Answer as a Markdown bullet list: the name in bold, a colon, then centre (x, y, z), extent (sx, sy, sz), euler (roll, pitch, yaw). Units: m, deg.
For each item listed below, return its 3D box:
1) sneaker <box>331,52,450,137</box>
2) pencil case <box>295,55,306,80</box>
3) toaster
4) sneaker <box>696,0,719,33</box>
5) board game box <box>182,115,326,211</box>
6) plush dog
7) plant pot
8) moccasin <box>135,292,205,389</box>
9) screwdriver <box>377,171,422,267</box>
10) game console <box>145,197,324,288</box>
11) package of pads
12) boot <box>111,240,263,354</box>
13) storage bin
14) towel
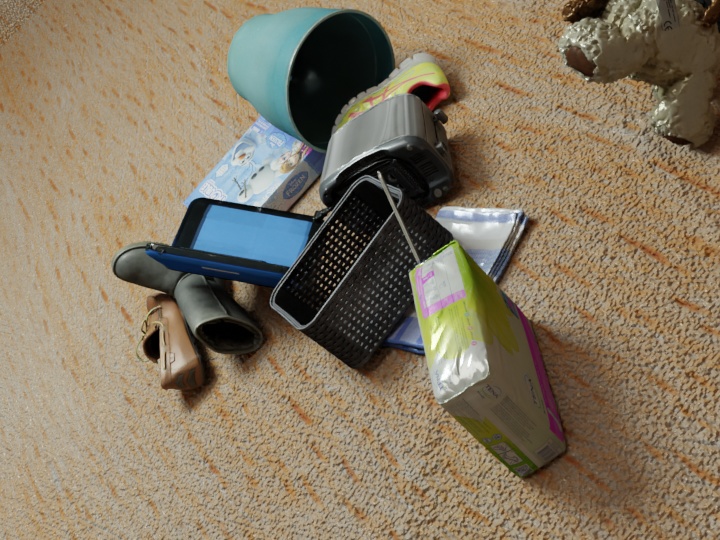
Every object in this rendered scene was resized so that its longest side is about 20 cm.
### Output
- **sneaker**: centre (0.041, -0.212, 1.592), extent (0.200, 0.078, 0.090), euler (-44, 42, 6)
- **pencil case**: centre (-0.116, -0.321, 1.855), extent (0.092, 0.085, 0.200), euler (-36, 27, -30)
- **toaster**: centre (0.028, -0.137, 1.502), extent (0.200, 0.114, 0.129), euler (-28, 35, 27)
- **sneaker**: centre (0.370, -0.309, 1.364), extent (0.200, 0.076, 0.088), euler (9, 47, 46)
- **board game box**: centre (-0.158, -0.135, 1.751), extent (0.199, 0.043, 0.200), euler (-49, 35, -3)
- **plush dog**: centre (0.313, -0.252, 1.241), extent (0.161, 0.200, 0.172), euler (-54, 20, 15)
- **plant pot**: centre (-0.085, -0.286, 1.662), extent (0.188, 0.200, 0.200), euler (24, 74, 43)
- **moccasin**: centre (-0.273, 0.099, 1.608), extent (0.077, 0.074, 0.202), euler (-11, 41, -15)
- **screwdriver**: centre (0.058, -0.021, 1.293), extent (0.029, 0.028, 0.200), euler (-46, 65, 46)
- **game console**: centre (-0.159, -0.046, 1.526), extent (0.199, 0.171, 0.119), euler (9, 81, 8)
- **package of pads**: centre (0.123, 0.082, 1.143), extent (0.068, 0.154, 0.200), euler (-32, 37, 19)
- **boot**: centre (-0.237, 0.040, 1.567), extent (0.200, 0.181, 0.073), euler (-117, 40, -55)
- **storage bin**: centre (0.000, 0.000, 1.386), extent (0.200, 0.094, 0.135), euler (-54, 28, -2)
- **towel**: centre (0.101, 0.008, 1.355), extent (0.147, 0.024, 0.200), euler (7, 61, 50)
